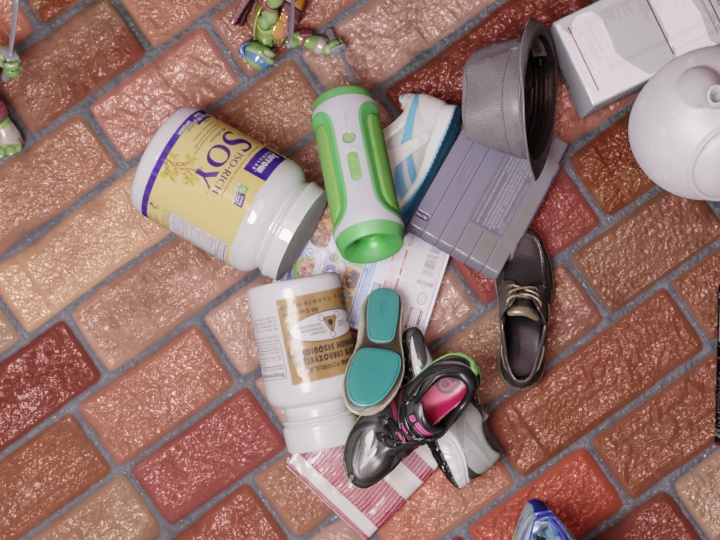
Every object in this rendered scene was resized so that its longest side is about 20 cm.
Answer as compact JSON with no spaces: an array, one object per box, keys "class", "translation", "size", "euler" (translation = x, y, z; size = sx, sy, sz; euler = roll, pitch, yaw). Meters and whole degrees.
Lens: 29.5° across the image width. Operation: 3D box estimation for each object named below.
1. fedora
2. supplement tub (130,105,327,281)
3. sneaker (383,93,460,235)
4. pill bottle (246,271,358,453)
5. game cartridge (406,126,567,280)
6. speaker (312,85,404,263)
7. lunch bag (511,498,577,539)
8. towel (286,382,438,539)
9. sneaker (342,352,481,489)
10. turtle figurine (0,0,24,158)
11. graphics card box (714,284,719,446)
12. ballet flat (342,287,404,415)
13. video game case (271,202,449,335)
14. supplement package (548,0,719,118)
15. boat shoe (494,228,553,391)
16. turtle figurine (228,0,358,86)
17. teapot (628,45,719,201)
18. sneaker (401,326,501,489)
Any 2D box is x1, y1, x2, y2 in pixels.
[{"class":"fedora","translation":[0.170,-0.201,1.595],"size":[0.090,0.177,0.200],"euler":[1,46,20]},{"class":"supplement tub","translation":[-0.154,-0.089,1.619],"size":[0.199,0.145,0.146],"euler":[29,89,6]},{"class":"sneaker","translation":[0.049,-0.120,1.659],"size":[0.081,0.077,0.201],"euler":[22,77,16]},{"class":"pill bottle","translation":[-0.062,0.109,1.617],"size":[0.114,0.114,0.201],"euler":[-11,90,1]},{"class":"game cartridge","translation":[0.156,-0.099,1.649],"size":[0.129,0.038,0.200],"euler":[31,69,-2]},{"class":"speaker","translation":[-0.004,-0.112,1.587],"size":[0.088,0.089,0.201],"euler":[-11,64,1]},{"class":"lunch bag","translation":[0.226,0.373,1.595],"size":[0.127,0.170,0.201],"euler":[-11,86,1]},{"class":"towel","translation":[0.024,0.211,1.676],"size":[0.144,0.023,0.200],"euler":[43,90,1]},{"class":"sneaker","translation":[0.054,0.169,1.552],"size":[0.077,0.084,0.200],"euler":[44,96,-4]},{"class":"turtle figurine","translation":[-0.476,-0.217,1.615],"size":[0.144,0.200,0.195],"euler":[-27,114,-30]},{"class":"graphics card box","translation":[0.497,0.116,1.658],"size":[0.125,0.051,0.201],"euler":[3,88,1]},{"class":"ballet flat","translation":[0.021,0.105,1.590],"size":[0.067,0.063,0.200],"euler":[9,44,6]},{"class":"video game case","translation":[0.000,0.000,1.684],"size":[0.199,0.018,0.144],"euler":[18,89,1]},{"class":"supplement package","translation":[0.337,-0.280,1.640],"size":[0.199,0.110,0.114],"euler":[-25,88,0]},{"class":"boat shoe","translation":[0.201,0.046,1.651],"size":[0.074,0.073,0.201],"euler":[-2,88,1]},{"class":"turtle figurine","translation":[-0.050,-0.320,1.635],"size":[0.144,0.200,0.195],"euler":[24,84,-33]},{"class":"teapot","translation":[0.418,-0.149,1.585],"size":[0.199,0.146,0.198],"euler":[3,130,-27]},{"class":"sneaker","translation":[0.103,0.157,1.636],"size":[0.079,0.074,0.201],"euler":[-25,96,-9]}]
